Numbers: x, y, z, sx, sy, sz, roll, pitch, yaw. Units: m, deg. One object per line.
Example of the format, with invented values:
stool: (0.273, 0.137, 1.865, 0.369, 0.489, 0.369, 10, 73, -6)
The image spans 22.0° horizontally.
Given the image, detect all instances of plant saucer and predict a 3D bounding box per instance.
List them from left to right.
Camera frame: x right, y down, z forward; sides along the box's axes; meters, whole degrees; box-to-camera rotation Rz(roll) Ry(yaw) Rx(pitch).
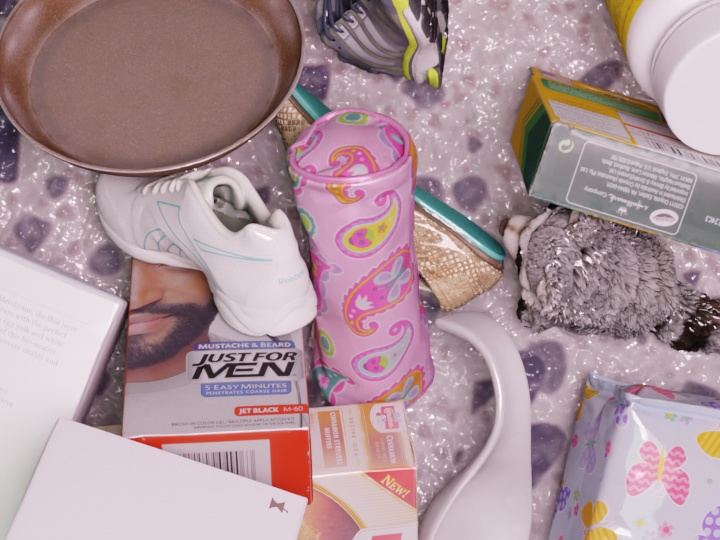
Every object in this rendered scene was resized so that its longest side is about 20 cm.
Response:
plant saucer: (-0.133, -0.131, 1.182, 0.199, 0.032, 0.201, -2, 52, 2)

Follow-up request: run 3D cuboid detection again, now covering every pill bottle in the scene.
pill bottle: (0.212, -0.171, 1.157, 0.114, 0.201, 0.115, -4, 132, -4)

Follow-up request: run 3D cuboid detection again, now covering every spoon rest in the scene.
spoon rest: (0.077, 0.131, 1.206, 0.099, 0.060, 0.201, -10, 105, -41)

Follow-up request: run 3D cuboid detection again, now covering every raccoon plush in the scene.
raccoon plush: (0.183, 0.002, 1.195, 0.199, 0.134, 0.097, 7, 90, -4)

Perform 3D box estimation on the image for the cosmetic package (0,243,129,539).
cosmetic package: (-0.274, 0.072, 1.171, 0.198, 0.123, 0.201, 23, 89, -3)

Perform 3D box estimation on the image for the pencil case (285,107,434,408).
pencil case: (0.000, 0.000, 1.166, 0.087, 0.088, 0.201, -8, 128, -4)

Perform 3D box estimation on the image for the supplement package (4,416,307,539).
supplement package: (-0.136, 0.219, 1.043, 0.150, 0.152, 0.201, 18, 133, -2)

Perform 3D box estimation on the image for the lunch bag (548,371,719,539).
lunch bag: (0.234, 0.169, 1.206, 0.199, 0.127, 0.171, 14, 92, -11)

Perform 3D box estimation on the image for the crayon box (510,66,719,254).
crayon box: (0.165, -0.072, 1.172, 0.125, 0.200, 0.052, 17, 105, -3)

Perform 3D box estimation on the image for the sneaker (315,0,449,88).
sneaker: (0.009, -0.165, 1.160, 0.080, 0.200, 0.074, 1, 72, 8)

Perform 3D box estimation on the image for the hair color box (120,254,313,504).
hair color box: (-0.089, 0.060, 1.146, 0.110, 0.200, 0.064, -3, 123, -4)

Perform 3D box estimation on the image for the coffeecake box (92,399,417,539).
coffeecake box: (-0.064, 0.171, 1.177, 0.199, 0.073, 0.154, -5, 123, -4)

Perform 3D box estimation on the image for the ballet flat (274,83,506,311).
ballet flat: (0.004, -0.044, 1.221, 0.200, 0.071, 0.065, 40, 105, 1)

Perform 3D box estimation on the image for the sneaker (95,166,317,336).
sneaker: (-0.098, -0.036, 1.161, 0.070, 0.200, 0.081, -29, 132, -32)
